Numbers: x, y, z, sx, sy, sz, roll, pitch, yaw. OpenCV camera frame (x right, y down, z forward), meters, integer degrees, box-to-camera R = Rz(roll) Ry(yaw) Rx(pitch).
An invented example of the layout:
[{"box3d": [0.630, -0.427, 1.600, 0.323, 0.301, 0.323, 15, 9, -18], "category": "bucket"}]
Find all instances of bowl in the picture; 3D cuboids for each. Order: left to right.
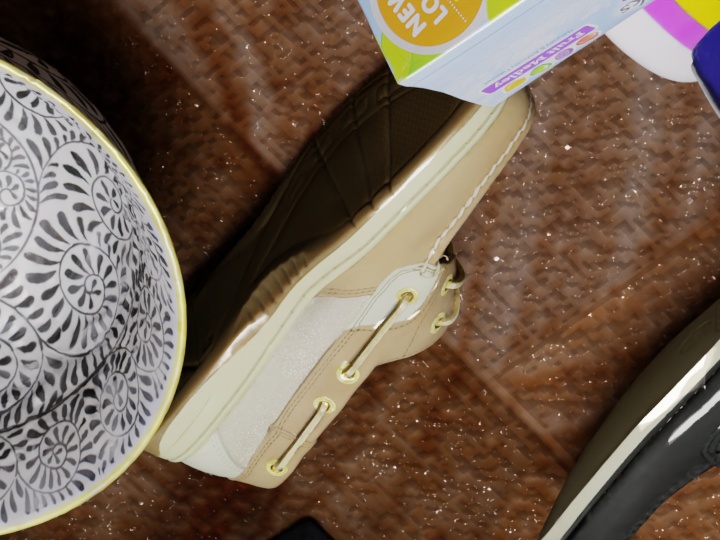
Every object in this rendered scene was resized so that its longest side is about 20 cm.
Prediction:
[{"box3d": [-0.151, -0.015, 1.013, 0.199, 0.094, 0.202, 3, 120, 5], "category": "bowl"}]

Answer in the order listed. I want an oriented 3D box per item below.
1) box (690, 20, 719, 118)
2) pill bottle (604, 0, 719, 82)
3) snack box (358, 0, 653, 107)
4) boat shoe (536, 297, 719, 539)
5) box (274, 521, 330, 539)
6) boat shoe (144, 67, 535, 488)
[{"box3d": [0.226, -0.054, 0.804, 0.200, 0.105, 0.184, -44, 119, 11], "category": "box"}, {"box3d": [0.147, -0.151, 0.885, 0.200, 0.104, 0.104, -36, 110, 25], "category": "pill bottle"}, {"box3d": [0.048, -0.176, 0.846, 0.168, 0.068, 0.201, -32, 71, 24], "category": "snack box"}, {"box3d": [0.136, 0.038, 1.015, 0.063, 0.074, 0.202, 38, 114, -5], "category": "boat shoe"}, {"box3d": [-0.010, 0.239, 1.083, 0.124, 0.197, 0.200, -34, 111, 24], "category": "box"}, {"box3d": [0.000, 0.000, 1.021, 0.066, 0.074, 0.200, 30, 122, -24], "category": "boat shoe"}]
